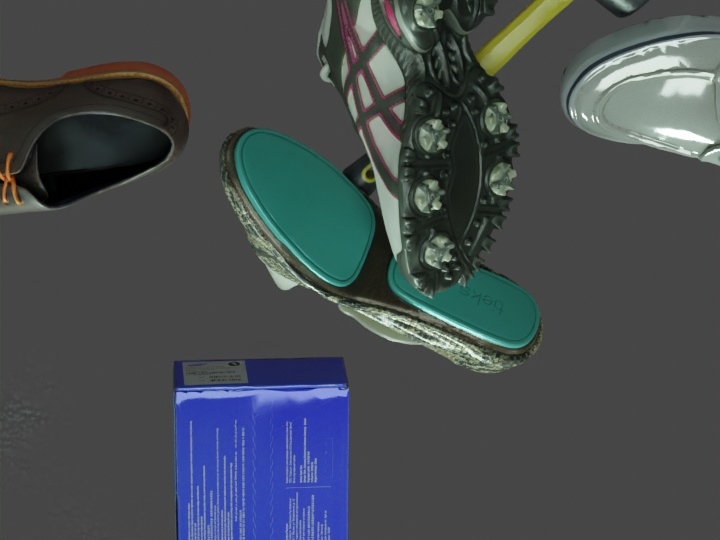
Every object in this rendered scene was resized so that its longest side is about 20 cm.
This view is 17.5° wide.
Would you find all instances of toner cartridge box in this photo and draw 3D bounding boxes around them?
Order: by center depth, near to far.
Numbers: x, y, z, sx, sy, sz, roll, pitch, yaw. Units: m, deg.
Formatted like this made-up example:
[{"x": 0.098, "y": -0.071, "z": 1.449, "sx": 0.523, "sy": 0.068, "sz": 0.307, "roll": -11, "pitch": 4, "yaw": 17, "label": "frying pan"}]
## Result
[{"x": -0.054, "y": 0.147, "z": 1.279, "sx": 0.095, "sy": 0.043, "sz": 0.200, "roll": 0, "pitch": 110, "yaw": -4, "label": "toner cartridge box"}]

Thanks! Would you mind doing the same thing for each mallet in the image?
[{"x": 0.061, "y": -0.117, "z": 1.198, "sx": 0.200, "sy": 0.041, "sz": 0.066, "roll": -36, "pitch": 108, "yaw": 13, "label": "mallet"}]

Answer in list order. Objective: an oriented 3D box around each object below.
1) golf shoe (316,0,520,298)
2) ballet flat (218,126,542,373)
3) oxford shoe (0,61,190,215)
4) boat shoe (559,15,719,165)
[{"x": 0.025, "y": -0.088, "z": 1.172, "sx": 0.077, "sy": 0.088, "sz": 0.200, "roll": -13, "pitch": 104, "yaw": -40, "label": "golf shoe"}, {"x": 0.000, "y": 0.000, "z": 1.218, "sx": 0.200, "sy": 0.068, "sz": 0.075, "roll": 30, "pitch": 148, "yaw": -14, "label": "ballet flat"}, {"x": -0.185, "y": -0.060, "z": 1.175, "sx": 0.200, "sy": 0.073, "sz": 0.071, "roll": -15, "pitch": 111, "yaw": 1, "label": "oxford shoe"}, {"x": 0.203, "y": -0.082, "z": 1.194, "sx": 0.200, "sy": 0.070, "sz": 0.071, "roll": 2, "pitch": 131, "yaw": -8, "label": "boat shoe"}]
